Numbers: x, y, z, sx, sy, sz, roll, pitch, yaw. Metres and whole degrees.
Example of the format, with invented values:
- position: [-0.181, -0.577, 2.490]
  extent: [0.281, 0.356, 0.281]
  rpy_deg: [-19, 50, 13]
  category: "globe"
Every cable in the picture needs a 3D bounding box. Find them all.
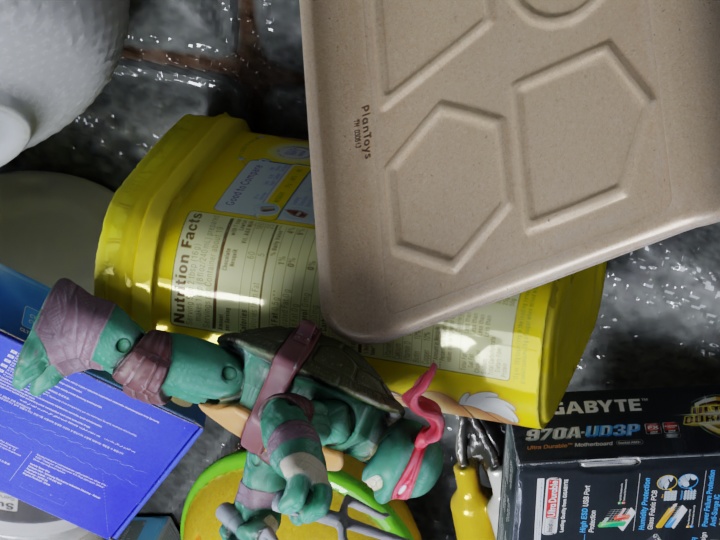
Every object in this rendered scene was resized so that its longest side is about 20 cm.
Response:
- position: [0.061, 0.072, 1.418]
  extent: [0.097, 0.050, 0.200]
  rpy_deg: [-13, 124, 29]
  category: "cable"

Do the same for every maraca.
- position: [-0.028, 0.165, 1.502]
  extent: [0.136, 0.107, 0.201]
  rpy_deg: [20, 135, 18]
  category: "maraca"

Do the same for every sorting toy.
- position: [0.066, -0.079, 1.210]
  extent: [0.199, 0.186, 0.036]
  rpy_deg: [-19, 155, 34]
  category: "sorting toy"

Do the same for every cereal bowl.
- position: [-0.194, -0.091, 1.291]
  extent: [0.199, 0.084, 0.200]
  rpy_deg: [-10, 161, -4]
  category: "cereal bowl"

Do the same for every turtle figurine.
- position: [-0.041, 0.067, 1.220]
  extent: [0.199, 0.101, 0.150]
  rpy_deg: [26, 158, 4]
  category: "turtle figurine"

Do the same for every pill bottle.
- position: [-0.163, 0.058, 1.463]
  extent: [0.113, 0.113, 0.201]
  rpy_deg: [18, 135, 8]
  category: "pill bottle"

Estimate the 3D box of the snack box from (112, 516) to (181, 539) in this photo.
- position: [-0.100, 0.244, 1.600]
  extent: [0.037, 0.116, 0.201]
  rpy_deg: [-4, 127, 27]
  category: "snack box"

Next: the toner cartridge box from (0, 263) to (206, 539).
- position: [-0.175, 0.043, 1.342]
  extent: [0.199, 0.043, 0.095]
  rpy_deg: [27, 129, -17]
  category: "toner cartridge box"

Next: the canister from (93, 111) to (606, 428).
- position: [0.000, 0.000, 1.311]
  extent: [0.199, 0.149, 0.087]
  rpy_deg: [9, 116, 13]
  category: "canister"

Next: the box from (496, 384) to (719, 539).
- position: [0.143, 0.140, 1.408]
  extent: [0.158, 0.046, 0.201]
  rpy_deg: [-3, 133, -4]
  category: "box"
